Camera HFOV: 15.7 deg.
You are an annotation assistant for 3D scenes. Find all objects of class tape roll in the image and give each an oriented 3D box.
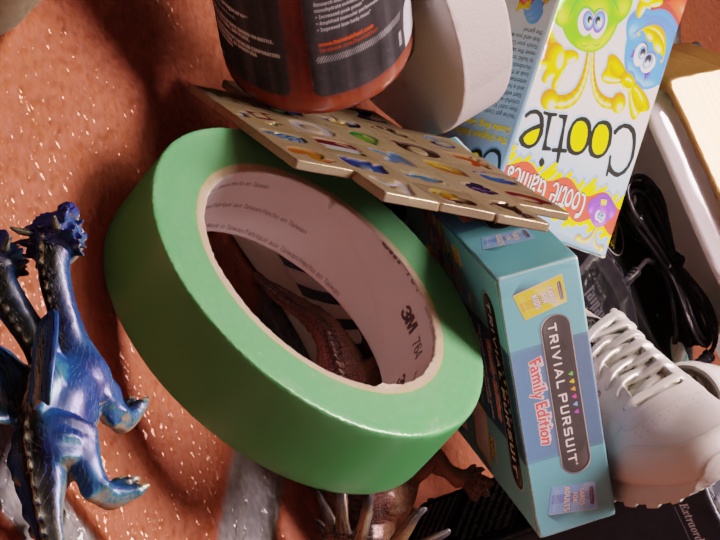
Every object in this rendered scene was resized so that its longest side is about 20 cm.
[{"bbox_3d":[0.013,-0.171,1.460,0.203,0.037,0.203,49,-21,26],"label":"tape roll"},{"bbox_3d":[-0.031,0.018,1.296,0.200,0.048,0.201,29,31,-20],"label":"tape roll"}]

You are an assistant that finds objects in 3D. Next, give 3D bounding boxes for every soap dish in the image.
[{"bbox_3d":[0.232,-0.052,1.686,0.201,0.081,0.157,63,-4,-14],"label":"soap dish"}]

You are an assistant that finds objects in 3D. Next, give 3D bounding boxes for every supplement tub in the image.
[{"bbox_3d":[-0.030,-0.182,1.331,0.201,0.106,0.107,83,3,-50],"label":"supplement tub"}]

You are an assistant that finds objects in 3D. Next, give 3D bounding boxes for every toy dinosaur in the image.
[{"bbox_3d":[-0.001,0.092,1.367,0.136,0.085,0.201,-44,115,-71],"label":"toy dinosaur"}]

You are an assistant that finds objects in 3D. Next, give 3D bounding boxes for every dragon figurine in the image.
[{"bbox_3d":[-0.136,0.057,1.092,0.100,0.059,0.201,56,23,-33],"label":"dragon figurine"}]

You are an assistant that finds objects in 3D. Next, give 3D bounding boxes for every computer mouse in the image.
[{"bbox_3d":[0.148,0.047,1.617,0.200,0.046,0.141,-48,117,-39],"label":"computer mouse"}]

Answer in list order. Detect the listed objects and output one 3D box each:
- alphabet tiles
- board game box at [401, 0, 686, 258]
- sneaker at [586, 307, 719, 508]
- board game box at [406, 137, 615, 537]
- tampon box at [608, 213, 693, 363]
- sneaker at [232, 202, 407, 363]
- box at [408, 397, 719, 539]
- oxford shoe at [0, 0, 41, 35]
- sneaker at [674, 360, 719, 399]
[{"bbox_3d":[0.009,-0.062,1.369,0.166,0.006,0.200,10,15,-31],"label":"alphabet tiles"},{"bbox_3d":[0.110,-0.123,1.563,0.103,0.105,0.201,19,89,-39],"label":"board game box"},{"bbox_3d":[0.143,0.067,1.409,0.200,0.076,0.081,25,-46,65],"label":"sneaker"},{"bbox_3d":[0.074,0.031,1.423,0.200,0.047,0.152,-129,-154,-63],"label":"board game box"},{"bbox_3d":[0.129,-0.001,1.741,0.201,0.126,0.150,59,22,-27],"label":"tampon box"},{"bbox_3d":[0.000,0.000,1.465,0.200,0.084,0.075,54,25,-37],"label":"sneaker"},{"bbox_3d":[0.139,0.184,1.479,0.149,0.199,0.104,65,20,-14],"label":"box"},{"bbox_3d":[-0.165,-0.184,1.227,0.071,0.073,0.201,48,29,-46],"label":"oxford shoe"},{"bbox_3d":[0.150,0.124,1.565,0.073,0.200,0.085,59,22,12],"label":"sneaker"}]
